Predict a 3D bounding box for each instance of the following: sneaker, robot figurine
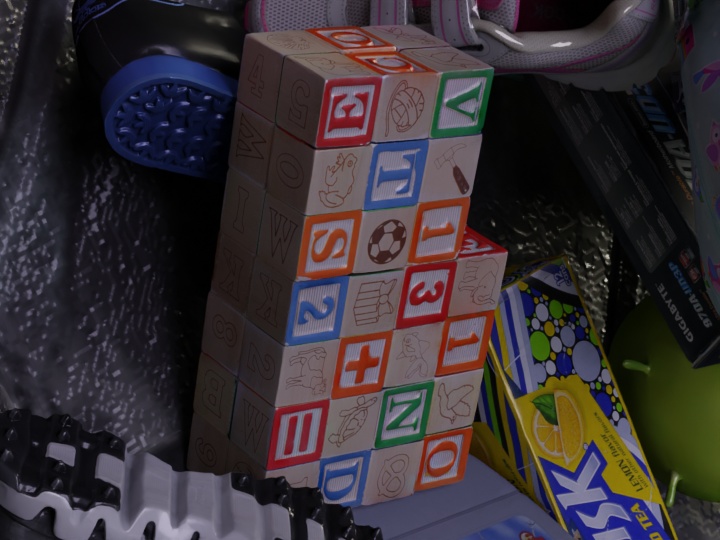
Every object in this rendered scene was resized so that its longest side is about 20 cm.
[{"bbox_3d":[-0.068,0.125,0.834,0.200,0.091,0.066,20,28,-12],"label":"sneaker"},{"bbox_3d":[0.045,-0.123,0.923,0.200,0.088,0.081,-5,80,4],"label":"sneaker"},{"bbox_3d":[0.207,0.043,1.052,0.200,0.116,0.176,-27,102,-37],"label":"robot figurine"},{"bbox_3d":[-0.045,-0.070,0.912,0.200,0.070,0.078,27,31,-48],"label":"sneaker"}]

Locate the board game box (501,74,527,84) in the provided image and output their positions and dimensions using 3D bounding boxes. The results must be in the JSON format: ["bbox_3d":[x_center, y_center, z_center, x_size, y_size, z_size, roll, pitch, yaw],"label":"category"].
[{"bbox_3d":[0.056,-0.201,1.037,0.135,0.028,0.200,11,76,-35],"label":"board game box"}]

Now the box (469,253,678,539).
[{"bbox_3d":[0.092,0.100,0.987,0.070,0.064,0.200,-28,98,-38],"label":"box"}]

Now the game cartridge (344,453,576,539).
[{"bbox_3d":[0.060,0.162,0.893,0.133,0.042,0.200,-19,53,-37],"label":"game cartridge"}]

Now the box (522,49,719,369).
[{"bbox_3d":[0.181,-0.059,1.003,0.159,0.046,0.200,-11,62,-35],"label":"box"}]

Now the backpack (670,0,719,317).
[{"bbox_3d":[0.211,-0.060,0.880,0.167,0.127,0.200,0,71,2],"label":"backpack"}]

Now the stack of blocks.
[{"bbox_3d":[0.000,0.000,0.878,0.115,0.059,0.200,-9,118,-37],"label":"stack of blocks"}]
